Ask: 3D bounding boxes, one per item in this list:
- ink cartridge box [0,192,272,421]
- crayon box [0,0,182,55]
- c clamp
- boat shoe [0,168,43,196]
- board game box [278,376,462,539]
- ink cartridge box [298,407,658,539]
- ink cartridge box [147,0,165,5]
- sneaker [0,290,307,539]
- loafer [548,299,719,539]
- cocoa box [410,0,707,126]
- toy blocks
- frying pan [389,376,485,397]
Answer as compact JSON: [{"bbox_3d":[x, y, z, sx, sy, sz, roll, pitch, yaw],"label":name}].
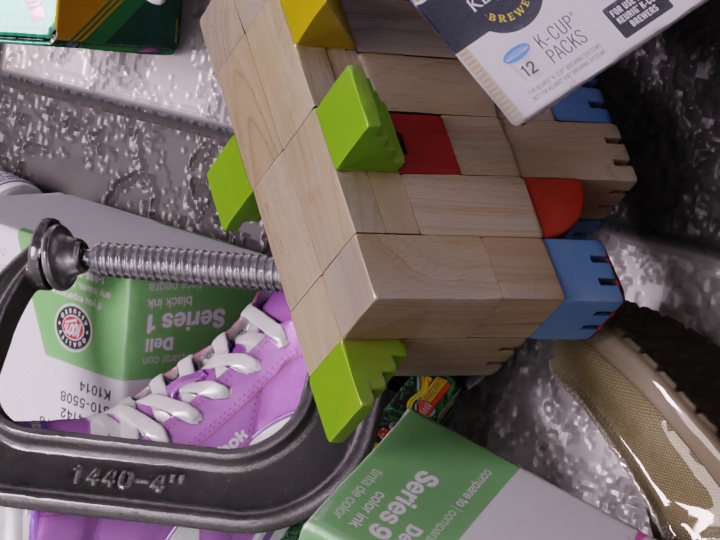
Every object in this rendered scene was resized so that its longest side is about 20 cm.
[{"bbox_3d":[-0.117,0.079,1.151,0.146,0.084,0.200,16,104,44],"label":"ink cartridge box"},{"bbox_3d":[-0.118,-0.191,1.130,0.058,0.119,0.200,5,94,20],"label":"crayon box"},{"bbox_3d":[-0.059,0.021,1.019,0.200,0.027,0.171,0,60,14],"label":"c clamp"},{"bbox_3d":[-0.200,0.046,1.241,0.068,0.072,0.200,22,102,36],"label":"boat shoe"},{"bbox_3d":[-0.028,0.124,1.009,0.023,0.200,0.105,33,133,7],"label":"board game box"},{"bbox_3d":[0.067,0.162,0.929,0.200,0.088,0.145,27,125,13],"label":"ink cartridge box"},{"bbox_3d":[-0.016,-0.207,1.027,0.047,0.160,0.200,37,120,-3],"label":"ink cartridge box"},{"bbox_3d":[-0.068,0.058,1.042,0.201,0.114,0.073,-63,22,-1],"label":"sneaker"},{"bbox_3d":[0.128,0.088,0.963,0.200,0.076,0.067,49,113,29],"label":"loafer"},{"bbox_3d":[0.100,-0.170,0.918,0.200,0.133,0.131,-33,103,35],"label":"cocoa box"},{"bbox_3d":[0.031,-0.040,0.971,0.100,0.137,0.200,-51,47,45],"label":"toy blocks"},{"bbox_3d":[0.008,0.014,1.092,0.190,0.031,0.115,-47,60,41],"label":"frying pan"}]
